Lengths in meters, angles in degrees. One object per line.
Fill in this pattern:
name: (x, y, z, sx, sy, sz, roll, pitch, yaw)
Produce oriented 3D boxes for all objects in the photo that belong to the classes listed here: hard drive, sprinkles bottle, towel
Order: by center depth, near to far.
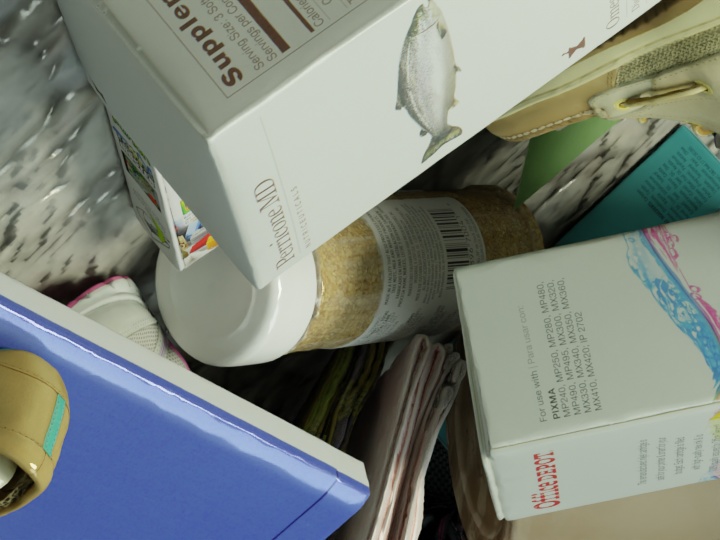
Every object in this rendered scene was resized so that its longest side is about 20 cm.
hard drive: (-0.112, 0.083, 1.093, 0.200, 0.025, 0.132, 30, 121, -34)
sprinkles bottle: (0.000, 0.000, 1.199, 0.200, 0.068, 0.068, -5, 138, -52)
towel: (-0.001, 0.139, 1.252, 0.200, 0.032, 0.192, 123, -17, -74)
towel: (-0.039, 0.111, 1.300, 0.200, 0.023, 0.144, -61, -177, 40)

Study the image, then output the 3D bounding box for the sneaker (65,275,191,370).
sneaker: (-0.090, 0.070, 1.162, 0.081, 0.088, 0.200, -41, 156, 1)

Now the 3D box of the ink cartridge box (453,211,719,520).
ink cartridge box: (0.144, 0.035, 1.166, 0.199, 0.083, 0.146, -11, 164, 2)

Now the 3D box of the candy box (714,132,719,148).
candy box: (0.223, -0.159, 1.143, 0.167, 0.071, 0.201, -23, 119, -34)

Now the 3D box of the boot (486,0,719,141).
boot: (0.150, -0.059, 1.071, 0.200, 0.155, 0.073, -24, -149, 42)

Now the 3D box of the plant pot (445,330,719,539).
plant pot: (0.138, 0.075, 1.314, 0.173, 0.201, 0.200, -5, 145, -14)

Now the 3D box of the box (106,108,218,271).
box: (-0.005, -0.091, 1.079, 0.200, 0.035, 0.110, -35, 155, -13)

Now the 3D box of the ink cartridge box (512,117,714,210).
ink cartridge box: (0.156, -0.112, 1.227, 0.200, 0.048, 0.146, -43, 160, -28)

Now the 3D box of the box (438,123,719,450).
box: (0.118, 0.020, 1.427, 0.200, 0.049, 0.082, -43, 155, 5)

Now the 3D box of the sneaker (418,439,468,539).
sneaker: (0.039, 0.141, 1.383, 0.080, 0.200, 0.075, 9, 120, -5)

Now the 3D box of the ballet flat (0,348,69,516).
ballet flat: (-0.195, 0.093, 1.020, 0.199, 0.063, 0.069, -30, 126, 17)

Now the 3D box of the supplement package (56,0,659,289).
supplement package: (0.003, -0.112, 0.956, 0.200, 0.117, 0.117, -36, 156, -10)
